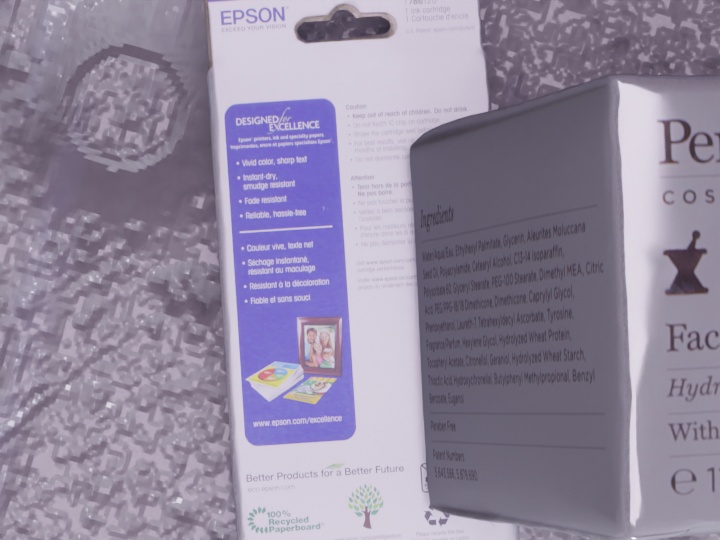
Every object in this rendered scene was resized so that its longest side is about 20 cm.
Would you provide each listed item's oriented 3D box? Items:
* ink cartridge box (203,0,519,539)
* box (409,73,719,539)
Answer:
[{"bbox_3d":[0.000,0.000,0.949,0.099,0.039,0.201,-3,90,-1],"label":"ink cartridge box"},{"bbox_3d":[0.137,0.009,0.853,0.198,0.200,0.131,-3,88,-15],"label":"box"}]
